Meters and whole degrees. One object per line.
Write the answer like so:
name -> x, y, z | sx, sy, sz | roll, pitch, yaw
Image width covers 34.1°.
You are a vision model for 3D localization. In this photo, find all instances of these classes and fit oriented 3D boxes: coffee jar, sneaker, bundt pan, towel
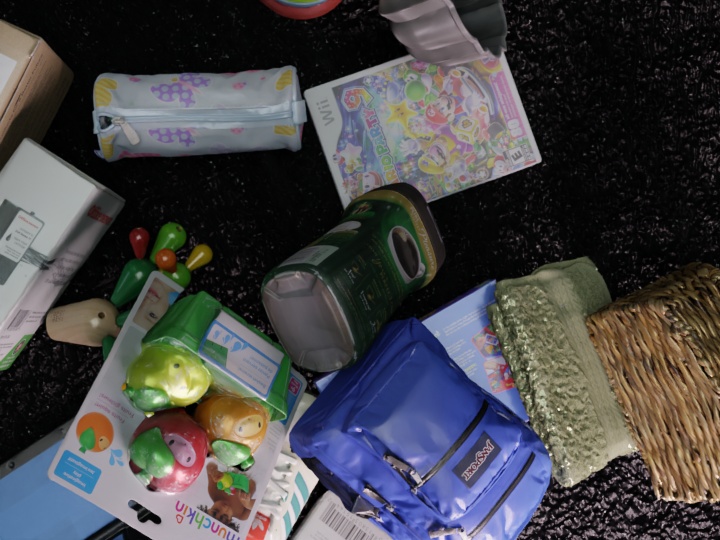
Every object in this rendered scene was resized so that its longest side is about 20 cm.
coffee jar -> 0.000, 0.000, 1.056 | 0.085, 0.200, 0.104 | -12, 110, 36
sneaker -> -0.081, 0.208, 1.065 | 0.070, 0.093, 0.200 | 26, 95, -3
bundt pan -> 0.060, -0.276, 1.081 | 0.076, 0.202, 0.202 | -20, 89, 25
towel -> 0.203, 0.091, 1.111 | 0.148, 0.036, 0.200 | -17, 87, -36

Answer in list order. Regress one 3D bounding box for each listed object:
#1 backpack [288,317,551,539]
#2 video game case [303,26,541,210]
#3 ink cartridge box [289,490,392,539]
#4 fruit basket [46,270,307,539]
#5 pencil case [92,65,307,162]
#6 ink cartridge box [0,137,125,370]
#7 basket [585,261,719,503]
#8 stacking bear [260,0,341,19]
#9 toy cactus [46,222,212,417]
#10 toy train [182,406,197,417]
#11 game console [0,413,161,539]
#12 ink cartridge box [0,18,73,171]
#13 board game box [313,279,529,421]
backpack -> 0.062, 0.164, 1.018 | 0.200, 0.168, 0.163 | 45, 77, -8
video game case -> 0.061, -0.141, 1.153 | 0.200, 0.018, 0.143 | -20, 90, -3
ink cartridge box -> -0.002, 0.333, 1.086 | 0.200, 0.045, 0.176 | 38, 60, -1
fruit basket -> -0.139, 0.127, 0.980 | 0.185, 0.094, 0.200 | 38, 50, -24
pencil case -> -0.151, -0.149, 1.107 | 0.200, 0.091, 0.083 | -3, 88, -4
ink cartridge box -> -0.311, -0.011, 1.066 | 0.083, 0.147, 0.200 | 35, 86, -1
basket -> 0.330, 0.094, 1.076 | 0.149, 0.143, 0.200 | -21, 88, -29
stacking bear -> -0.054, -0.305, 1.061 | 0.121, 0.200, 0.114 | -19, 89, -4
toy cactus -> -0.217, 0.048, 1.090 | 0.165, 0.102, 0.200 | -4, 75, 16
toy train -> -0.139, 0.148, 1.121 | 0.200, 0.034, 0.046 | 25, 106, -2
game console -> -0.286, 0.255, 1.077 | 0.200, 0.176, 0.116 | -34, 118, -3
ink cartridge box -> -0.346, -0.120, 1.058 | 0.075, 0.165, 0.200 | 27, 86, -2
board game box -> 0.073, 0.115, 1.132 | 0.200, 0.045, 0.135 | -29, 90, -3
